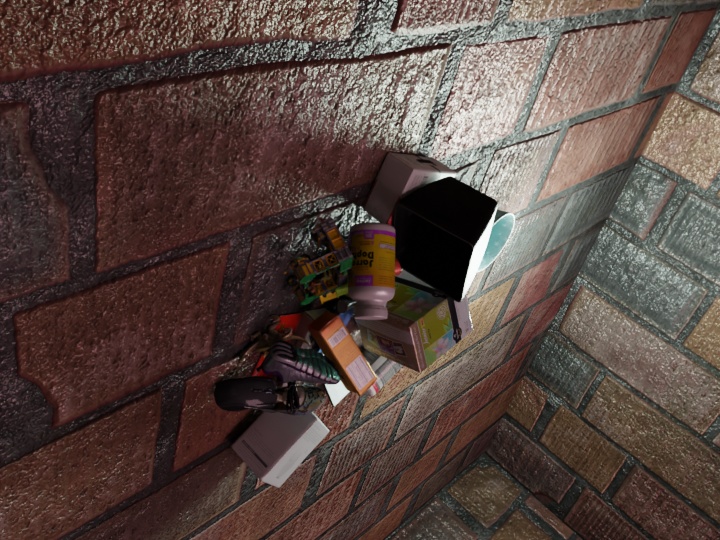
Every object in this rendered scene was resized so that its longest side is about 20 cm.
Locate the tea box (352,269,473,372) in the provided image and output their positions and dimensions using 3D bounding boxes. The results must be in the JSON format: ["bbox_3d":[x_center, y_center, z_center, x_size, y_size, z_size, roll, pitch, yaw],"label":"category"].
[{"bbox_3d":[0.124,0.113,1.689,0.196,0.199,0.135,-35,123,-31],"label":"tea box"}]

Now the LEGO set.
[{"bbox_3d":[-0.097,-0.025,1.499,0.152,0.117,0.200,-27,162,-6],"label":"LEGO set"}]

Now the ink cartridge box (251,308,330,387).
[{"bbox_3d":[-0.161,0.189,1.695,0.173,0.043,0.202,-6,128,-57],"label":"ink cartridge box"}]

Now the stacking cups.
[{"bbox_3d":[-0.005,0.018,1.619,0.197,0.061,0.061,-18,148,-1],"label":"stacking cups"}]

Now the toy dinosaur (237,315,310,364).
[{"bbox_3d":[-0.193,0.151,1.599,0.198,0.059,0.102,-13,147,-37],"label":"toy dinosaur"}]

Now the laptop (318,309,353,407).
[{"bbox_3d":[-0.037,0.208,1.786,0.115,0.202,0.187,-24,179,15],"label":"laptop"}]

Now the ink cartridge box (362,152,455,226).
[{"bbox_3d":[0.116,-0.184,1.637,0.199,0.084,0.146,-6,129,-54],"label":"ink cartridge box"}]

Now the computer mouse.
[{"bbox_3d":[-0.225,0.245,1.594,0.197,0.142,0.046,8,156,-22],"label":"computer mouse"}]

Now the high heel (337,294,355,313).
[{"bbox_3d":[0.000,0.000,1.725,0.142,0.071,0.202,-27,139,-73],"label":"high heel"}]

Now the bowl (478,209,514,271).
[{"bbox_3d":[0.351,-0.107,2.081,0.200,0.105,0.202,-37,149,-27],"label":"bowl"}]

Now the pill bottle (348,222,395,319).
[{"bbox_3d":[0.025,0.003,1.548,0.104,0.103,0.203,17,72,-62],"label":"pill bottle"}]

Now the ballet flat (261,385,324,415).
[{"bbox_3d":[-0.177,0.304,1.675,0.074,0.198,0.075,26,58,-50],"label":"ballet flat"}]

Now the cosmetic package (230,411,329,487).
[{"bbox_3d":[-0.199,0.428,1.812,0.200,0.123,0.200,-45,160,-11],"label":"cosmetic package"}]

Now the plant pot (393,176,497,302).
[{"bbox_3d":[0.199,-0.090,1.599,0.178,0.199,0.201,-47,156,-32],"label":"plant pot"}]

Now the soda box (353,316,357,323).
[{"bbox_3d":[0.036,0.134,1.864,0.064,0.067,0.200,-60,166,-12],"label":"soda box"}]

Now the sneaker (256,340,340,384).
[{"bbox_3d":[-0.138,0.223,1.602,0.199,0.075,0.088,29,117,-34],"label":"sneaker"}]

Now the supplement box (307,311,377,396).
[{"bbox_3d":[-0.041,0.196,1.664,0.069,0.066,0.202,-37,113,-22],"label":"supplement box"}]

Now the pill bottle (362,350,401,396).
[{"bbox_3d":[0.063,0.258,2.057,0.200,0.110,0.111,-43,152,-18],"label":"pill bottle"}]
